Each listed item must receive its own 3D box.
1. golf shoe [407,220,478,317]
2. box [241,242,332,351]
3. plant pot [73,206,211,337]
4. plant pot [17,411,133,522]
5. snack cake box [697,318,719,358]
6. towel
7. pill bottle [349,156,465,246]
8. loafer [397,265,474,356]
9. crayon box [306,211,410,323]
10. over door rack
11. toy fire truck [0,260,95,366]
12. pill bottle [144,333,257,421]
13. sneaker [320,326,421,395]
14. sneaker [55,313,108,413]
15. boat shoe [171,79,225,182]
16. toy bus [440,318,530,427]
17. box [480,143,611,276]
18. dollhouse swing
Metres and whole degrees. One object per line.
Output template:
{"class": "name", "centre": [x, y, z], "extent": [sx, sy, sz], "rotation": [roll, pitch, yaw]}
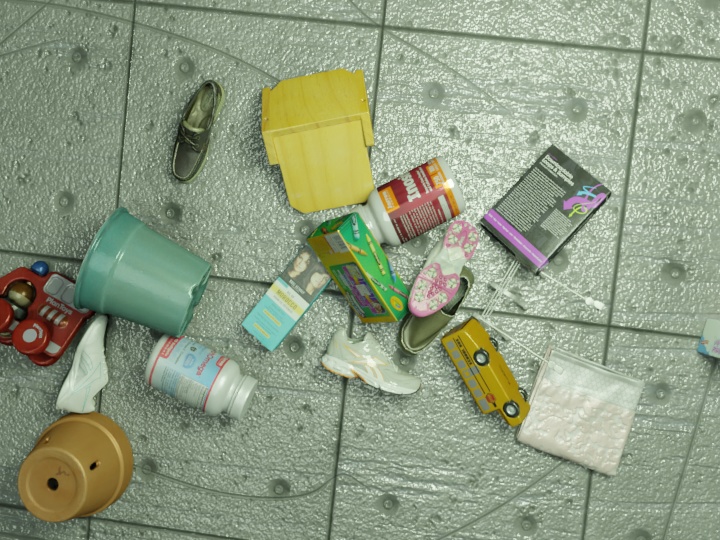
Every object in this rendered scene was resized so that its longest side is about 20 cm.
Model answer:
{"class": "golf shoe", "centre": [0.144, 0.005, 1.255], "extent": [0.075, 0.091, 0.202], "rotation": [37, 69, -4]}
{"class": "box", "centre": [-0.133, 0.050, 1.322], "extent": [0.082, 0.049, 0.201], "rotation": [39, 95, 1]}
{"class": "plant pot", "centre": [-0.391, 0.016, 1.277], "extent": [0.192, 0.200, 0.204], "rotation": [24, 94, -5]}
{"class": "plant pot", "centre": [-0.556, 0.386, 1.323], "extent": [0.194, 0.140, 0.206], "rotation": [0, 93, 5]}
{"class": "snack cake box", "centre": [0.726, 0.151, 1.232], "extent": [0.195, 0.115, 0.069], "rotation": [19, 94, 3]}
{"class": "towel", "centre": [0.415, 0.265, 1.302], "extent": [0.196, 0.032, 0.195], "rotation": [19, 94, 4]}
{"class": "pill bottle", "centre": [0.085, -0.116, 1.268], "extent": [0.197, 0.113, 0.115], "rotation": [-27, 90, 4]}
{"class": "loafer", "centre": [0.139, 0.074, 1.293], "extent": [0.075, 0.070, 0.202], "rotation": [36, 94, 2]}
{"class": "crayon box", "centre": [0.000, 0.000, 1.248], "extent": [0.058, 0.118, 0.202], "rotation": [-42, 108, -28]}
{"class": "over door rack", "centre": [0.324, 0.078, 1.274], "extent": [0.198, 0.066, 0.150], "rotation": [33, 95, 23]}
{"class": "toy fire truck", "centre": [-0.629, 0.075, 1.342], "extent": [0.197, 0.112, 0.170], "rotation": [29, 68, 3]}
{"class": "pill bottle", "centre": [-0.299, 0.204, 1.312], "extent": [0.196, 0.109, 0.111], "rotation": [25, 94, 2]}
{"class": "sneaker", "centre": [0.027, 0.169, 1.306], "extent": [0.196, 0.076, 0.094], "rotation": [19, 89, 2]}
{"class": "sneaker", "centre": [-0.527, 0.182, 1.356], "extent": [0.079, 0.070, 0.205], "rotation": [20, 91, -20]}
{"class": "boat shoe", "centre": [-0.318, -0.267, 1.314], "extent": [0.072, 0.065, 0.205], "rotation": [19, 95, 1]}
{"class": "toy bus", "centre": [0.234, 0.193, 1.284], "extent": [0.078, 0.065, 0.203], "rotation": [-30, 90, 34]}
{"class": "box", "centre": [0.336, -0.112, 1.261], "extent": [0.200, 0.036, 0.143], "rotation": [-46, 68, 2]}
{"class": "dollhouse swing", "centre": [-0.070, -0.244, 1.314], "extent": [0.195, 0.178, 0.185], "rotation": [-10, 50, 5]}
